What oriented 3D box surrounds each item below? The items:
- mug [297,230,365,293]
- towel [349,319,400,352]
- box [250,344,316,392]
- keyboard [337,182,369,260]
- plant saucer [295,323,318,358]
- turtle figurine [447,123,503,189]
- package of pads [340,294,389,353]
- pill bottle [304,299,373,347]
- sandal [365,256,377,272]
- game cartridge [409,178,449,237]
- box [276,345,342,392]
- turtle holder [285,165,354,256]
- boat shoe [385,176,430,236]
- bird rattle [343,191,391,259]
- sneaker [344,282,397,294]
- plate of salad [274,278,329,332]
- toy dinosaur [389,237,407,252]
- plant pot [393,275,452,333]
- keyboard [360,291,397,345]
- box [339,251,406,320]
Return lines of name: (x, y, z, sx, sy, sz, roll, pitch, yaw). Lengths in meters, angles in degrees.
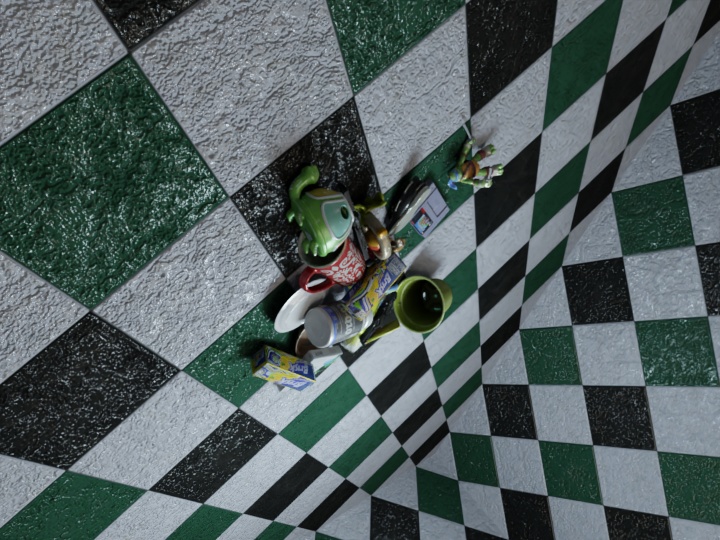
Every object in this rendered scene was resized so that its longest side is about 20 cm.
mug: (-0.083, -0.028, 1.361, 0.175, 0.135, 0.200, -31, 155, 8)
towel: (0.048, 0.228, 1.804, 0.197, 0.018, 0.086, -26, -169, 4)
box: (-0.223, 0.291, 1.521, 0.070, 0.065, 0.199, -37, 136, 23)
keyboard: (-0.010, -0.114, 1.285, 0.020, 0.128, 0.203, -22, 125, -4)
plant saucer: (-0.130, 0.188, 1.622, 0.198, 0.037, 0.203, -32, 146, -25)
turtle figurine: (0.366, -0.327, 1.553, 0.192, 0.144, 0.202, -24, 147, -40)
package of pads: (0.014, 0.158, 1.709, 0.154, 0.067, 0.203, -36, 151, -49)
pill bottle: (-0.059, 0.145, 1.515, 0.198, 0.113, 0.115, -15, 138, -48)
sandal: (-0.001, 0.000, 1.510, 0.197, 0.049, 0.075, -21, 175, -14)
game cartridge: (0.207, -0.187, 1.621, 0.131, 0.038, 0.200, -52, 150, 1)
box: (-0.166, 0.319, 1.683, 0.143, 0.037, 0.200, 0, 142, -51)
turtle holder: (-0.097, -0.134, 1.204, 0.130, 0.188, 0.141, -30, 174, -13)
boat shoe: (0.124, -0.181, 1.493, 0.073, 0.061, 0.201, -27, 159, -47)
bird rattle: (0.027, -0.094, 1.383, 0.111, 0.164, 0.203, -20, 135, -18)
sneaker: (0.028, 0.038, 1.621, 0.196, 0.084, 0.071, -6, 162, -36)
plate of salad: (-0.167, 0.093, 1.455, 0.199, 0.048, 0.201, -39, 159, -18)
toy dinosaur: (0.099, -0.070, 1.575, 0.200, 0.103, 0.062, -83, 171, -86)
plant pot: (0.244, 0.106, 1.878, 0.183, 0.199, 0.203, -16, 140, -59)
keyboard: (0.068, 0.161, 1.681, 0.202, 0.039, 0.104, -56, 164, -9)
box: (0.035, 0.039, 1.444, 0.064, 0.070, 0.200, 45, 80, -17)
